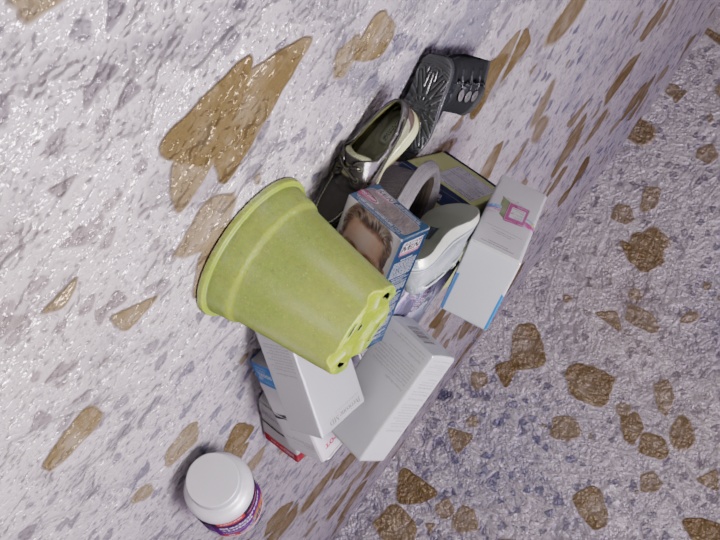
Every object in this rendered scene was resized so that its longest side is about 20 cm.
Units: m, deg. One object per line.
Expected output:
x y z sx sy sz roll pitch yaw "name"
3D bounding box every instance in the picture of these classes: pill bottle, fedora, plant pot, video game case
-0.219 0.352 1.582 0.112 0.111 0.200 -50 164 -17 "pill bottle"
0.037 -0.088 1.405 0.178 0.090 0.200 -63 169 7 "fedora"
-0.065 0.022 1.214 0.201 0.184 0.201 -49 163 -20 "plant pot"
0.072 0.039 1.512 0.143 0.019 0.200 -57 157 15 "video game case"

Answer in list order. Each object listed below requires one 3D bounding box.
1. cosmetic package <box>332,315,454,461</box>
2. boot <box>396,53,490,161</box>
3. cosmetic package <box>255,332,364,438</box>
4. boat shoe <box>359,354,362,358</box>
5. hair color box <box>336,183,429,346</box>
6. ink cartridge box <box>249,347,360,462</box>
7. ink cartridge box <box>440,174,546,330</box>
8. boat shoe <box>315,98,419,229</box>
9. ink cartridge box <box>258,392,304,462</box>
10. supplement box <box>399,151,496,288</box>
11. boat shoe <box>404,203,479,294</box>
0.040 0.178 1.498 0.074 0.102 0.201 14 115 -54 "cosmetic package"
0.114 -0.240 1.457 0.166 0.065 0.200 -59 169 21 "boot"
-0.074 0.125 1.419 0.101 0.071 0.201 -38 122 -38 "cosmetic package"
-0.018 0.106 1.767 0.066 0.072 0.200 -46 155 -14 "boat shoe"
0.007 0.000 1.298 0.060 0.100 0.201 -23 145 -43 "hair color box"
-0.071 0.175 1.559 0.145 0.084 0.201 -45 133 -32 "ink cartridge box"
0.206 -0.031 1.534 0.200 0.084 0.145 -56 170 -50 "ink cartridge box"
-0.001 -0.141 1.299 0.201 0.072 0.066 -52 152 -3 "boat shoe"
-0.099 0.230 1.743 0.144 0.083 0.200 -49 163 -22 "ink cartridge box"
0.112 -0.072 1.651 0.201 0.134 0.199 -61 164 22 "supplement box"
0.109 -0.032 1.413 0.201 0.070 0.072 -42 139 -48 "boat shoe"
